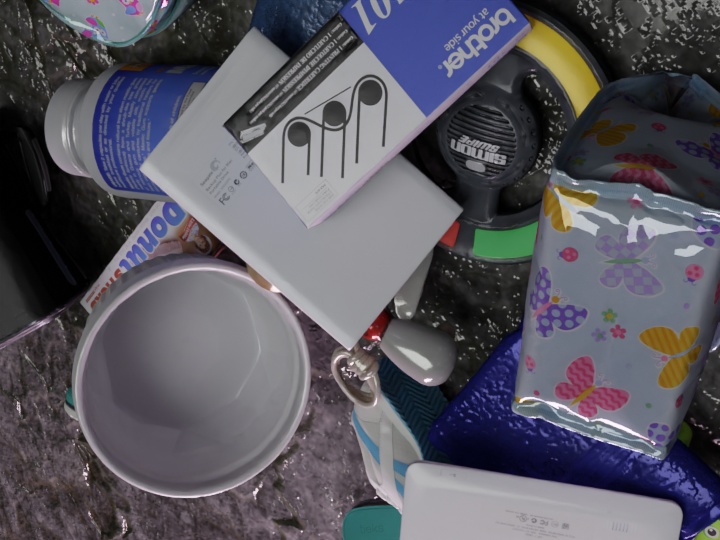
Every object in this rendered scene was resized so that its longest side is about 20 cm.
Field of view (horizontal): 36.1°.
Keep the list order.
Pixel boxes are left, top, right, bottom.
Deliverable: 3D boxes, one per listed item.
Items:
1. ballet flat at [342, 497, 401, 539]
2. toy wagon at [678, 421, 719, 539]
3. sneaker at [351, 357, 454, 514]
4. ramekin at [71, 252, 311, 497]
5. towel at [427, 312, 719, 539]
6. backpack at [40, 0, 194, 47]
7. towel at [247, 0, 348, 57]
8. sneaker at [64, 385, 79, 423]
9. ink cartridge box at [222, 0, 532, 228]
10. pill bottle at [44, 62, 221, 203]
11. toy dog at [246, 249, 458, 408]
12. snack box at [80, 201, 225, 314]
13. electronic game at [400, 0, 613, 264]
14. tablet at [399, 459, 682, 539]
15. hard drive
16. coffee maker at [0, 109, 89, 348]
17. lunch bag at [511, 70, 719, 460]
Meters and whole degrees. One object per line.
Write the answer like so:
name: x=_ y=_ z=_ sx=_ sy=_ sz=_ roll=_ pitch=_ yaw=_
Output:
ballet flat: x=0.074 y=0.223 z=0.960 sx=0.198 sy=0.073 sz=0.074 roll=-12 pitch=107 yaw=40
toy wagon: x=0.213 y=0.180 z=0.867 sx=0.198 sy=0.040 sz=0.157 roll=22 pitch=124 yaw=21
sneaker: x=0.055 y=0.171 z=0.909 sx=0.201 sy=0.076 sz=0.081 roll=64 pitch=142 yaw=34
ramekin: x=-0.149 y=0.081 z=0.948 sx=0.105 sy=0.198 sz=0.203 roll=-144 pitch=35 yaw=-68
towel: x=0.161 y=0.141 z=0.829 sx=0.200 sy=0.049 sz=0.148 roll=42 pitch=121 yaw=7
backpack: x=-0.165 y=-0.269 z=0.815 sx=0.166 sy=0.127 sz=0.200 roll=39 pitch=134 yaw=0
towel: x=-0.015 y=-0.225 z=0.796 sx=0.111 sy=0.048 sz=0.202 roll=34 pitch=127 yaw=14
sneaker: x=-0.205 y=0.112 z=1.083 sx=0.197 sy=0.077 sz=0.081 roll=-7 pitch=99 yaw=25
ink cartridge box: x=0.010 y=-0.130 z=0.741 sx=0.200 sy=0.044 sz=0.094 roll=-41 pitch=88 yaw=13
pill bottle: x=-0.158 y=-0.112 z=0.903 sx=0.197 sy=0.112 sz=0.114 roll=9 pitch=118 yaw=28
toy dog: x=0.000 y=0.000 z=0.874 sx=0.201 sy=0.096 sz=0.131 roll=51 pitch=142 yaw=-9
snack box: x=-0.194 y=-0.001 z=1.038 sx=0.072 sy=0.024 sz=0.200 roll=48 pitch=129 yaw=2
electronic game: x=0.092 y=-0.098 z=0.795 sx=0.197 sy=0.042 sz=0.203 roll=13 pitch=120 yaw=22
tablet: x=0.126 y=0.211 z=0.809 sx=0.197 sy=0.014 sz=0.132 roll=8 pitch=112 yaw=10
hard drive: x=-0.042 y=-0.059 z=0.801 sx=0.199 sy=0.026 sz=0.132 roll=40 pitch=90 yaw=-3
coffee maker: x=-0.363 y=-0.027 z=1.023 sx=0.134 sy=0.192 sz=0.202 roll=-22 pitch=102 yaw=38
lunch bag: x=0.179 y=-0.016 z=0.686 sx=0.125 sy=0.200 sz=0.172 roll=14 pitch=121 yaw=16
